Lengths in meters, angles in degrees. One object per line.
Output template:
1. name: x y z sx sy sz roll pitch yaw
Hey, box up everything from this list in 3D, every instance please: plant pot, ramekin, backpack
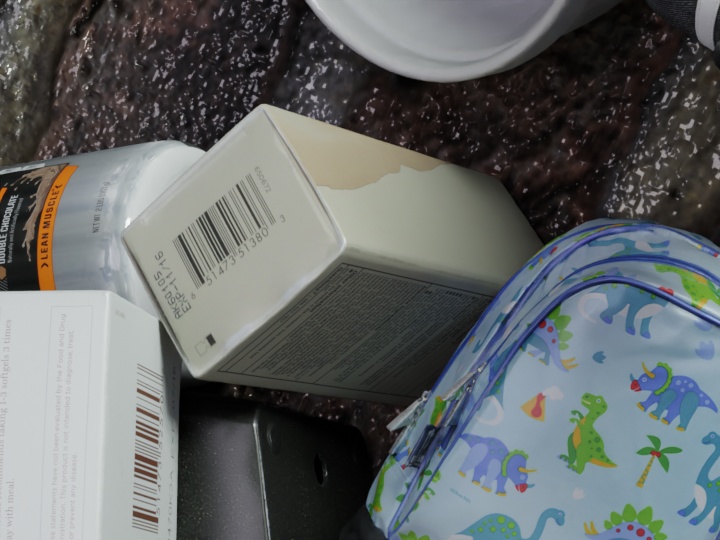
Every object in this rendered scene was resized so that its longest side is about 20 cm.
1. plant pot: -0.093 0.145 1.014 0.177 0.199 0.201 -12 77 19
2. ramekin: 0.056 -0.191 0.976 0.200 0.105 0.201 18 118 39
3. backpack: 0.101 0.075 0.926 0.163 0.154 0.200 31 84 6

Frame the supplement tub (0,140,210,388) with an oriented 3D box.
1. supplement tub: -0.160 0.005 1.107 0.200 0.122 0.123 -8 79 32

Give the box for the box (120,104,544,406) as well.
1. box: 0.000 0.000 0.960 0.095 0.200 0.078 -40 64 20

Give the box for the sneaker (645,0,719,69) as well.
1. sneaker: 0.179 -0.145 0.712 0.112 0.073 0.200 46 116 25

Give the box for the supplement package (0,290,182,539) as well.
1. supplement package: -0.182 0.075 0.894 0.199 0.117 0.117 -1 80 10
